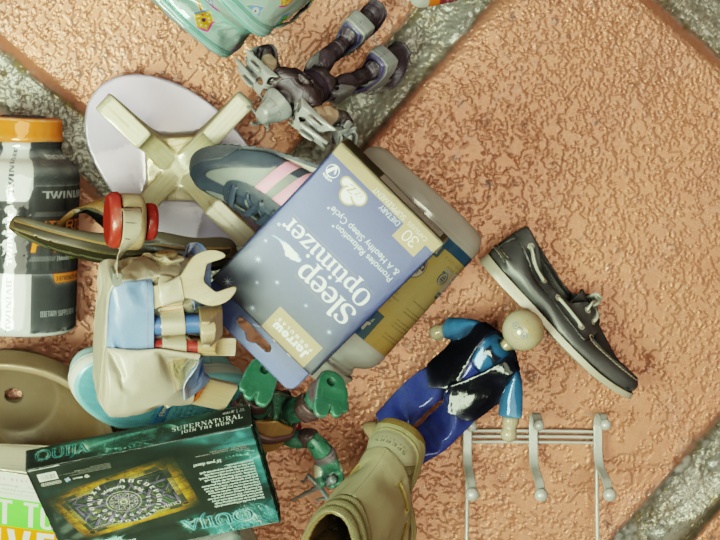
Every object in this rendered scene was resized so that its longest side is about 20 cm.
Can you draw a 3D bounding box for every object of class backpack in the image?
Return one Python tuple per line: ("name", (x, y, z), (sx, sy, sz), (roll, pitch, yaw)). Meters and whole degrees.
("backpack", (-0.122, -0.284, 1.580), (0.153, 0.200, 0.176), (-44, 99, 2))

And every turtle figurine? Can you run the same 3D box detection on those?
("turtle figurine", (-0.086, 0.152, 1.624), (0.149, 0.200, 0.101), (-5, 60, -22))

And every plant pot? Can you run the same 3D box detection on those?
("plant pot", (-0.327, 0.142, 1.649), (0.200, 0.093, 0.201), (-3, 123, -5))

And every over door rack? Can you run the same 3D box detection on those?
("over door rack", (0.171, 0.240, 1.731), (0.147, 0.067, 0.200), (1, 96, -4))

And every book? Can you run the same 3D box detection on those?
("book", (-0.322, 0.249, 1.645), (0.133, 0.048, 0.200), (6, 124, -4))

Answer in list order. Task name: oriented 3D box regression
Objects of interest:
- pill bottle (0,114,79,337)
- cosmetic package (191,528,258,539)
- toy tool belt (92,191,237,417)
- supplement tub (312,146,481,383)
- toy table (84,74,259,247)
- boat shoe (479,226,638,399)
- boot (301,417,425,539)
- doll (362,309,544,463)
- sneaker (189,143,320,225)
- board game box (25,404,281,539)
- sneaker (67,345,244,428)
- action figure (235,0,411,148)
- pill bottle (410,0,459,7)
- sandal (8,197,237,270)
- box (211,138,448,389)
("pill bottle", (-0.314, -0.044, 1.638), (0.106, 0.106, 0.200), (2, 97, -5))
("cosmetic package", (-0.152, 0.337, 1.647), (0.165, 0.200, 0.165), (-25, 97, -2))
("toy tool belt", (-0.157, 0.029, 1.481), (0.123, 0.125, 0.200), (0, 113, -17))
("supplement tub", (0.000, 0.000, 1.649), (0.145, 0.145, 0.200), (41, 91, -8))
("toy table", (-0.172, -0.096, 1.640), (0.200, 0.117, 0.184), (32, 93, -8))
("boat shoe", (0.205, 0.041, 1.709), (0.200, 0.073, 0.063), (44, 94, -3))
("boot", (-0.002, 0.254, 1.647), (0.073, 0.155, 0.200), (23, 129, 14))
("doll", (0.100, 0.112, 1.691), (0.200, 0.048, 0.137), (-45, 71, 14))
("sneaker", (-0.062, -0.050, 1.538), (0.200, 0.070, 0.082), (15, 60, 7))
("board game box", (-0.180, 0.191, 1.559), (0.200, 0.028, 0.135), (-11, 133, 1))
("sneaker", (-0.207, 0.080, 1.636), (0.200, 0.131, 0.080), (16, 115, -47))
("action figure", (-0.034, -0.171, 1.614), (0.130, 0.069, 0.200), (50, 48, 4))
("pill bottle", (0.136, -0.314, 1.643), (0.200, 0.110, 0.110), (-12, 97, -3))
("sandal", (-0.205, -0.036, 1.549), (0.200, 0.082, 0.055), (4, 81, -5))
("box", (-0.037, 0.001, 1.497), (0.121, 0.032, 0.200), (44, 108, 0))
